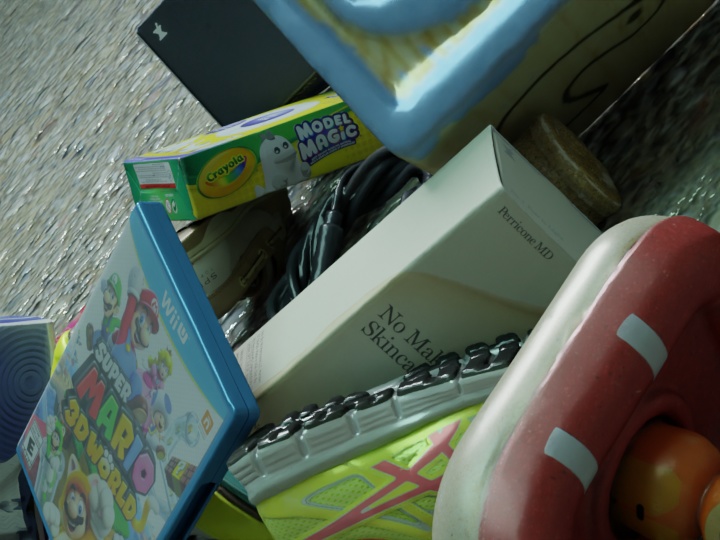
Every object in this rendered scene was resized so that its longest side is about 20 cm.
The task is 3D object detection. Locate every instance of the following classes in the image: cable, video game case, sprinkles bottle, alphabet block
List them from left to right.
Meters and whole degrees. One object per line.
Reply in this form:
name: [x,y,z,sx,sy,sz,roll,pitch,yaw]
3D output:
video game case: [-0.122,0.085,1.068,0.201,0.018,0.144,-59,46,37]
cable: [0.000,0.000,1.248,0.163,0.051,0.201,-41,23,32]
sprinkles bottle: [0.047,0.004,1.099,0.200,0.068,0.068,-42,21,16]
alphabet block: [0.055,-0.175,1.116,0.195,0.197,0.200,-43,-17,11]

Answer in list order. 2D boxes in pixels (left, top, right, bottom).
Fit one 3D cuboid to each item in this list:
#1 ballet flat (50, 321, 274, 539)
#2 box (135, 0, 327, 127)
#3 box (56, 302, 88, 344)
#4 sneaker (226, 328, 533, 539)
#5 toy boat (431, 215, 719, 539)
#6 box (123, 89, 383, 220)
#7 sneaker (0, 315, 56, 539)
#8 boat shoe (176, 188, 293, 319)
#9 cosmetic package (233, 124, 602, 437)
ballet flat: [-0.105,0.106,1.135,0.067,0.200,0.067,-1,-55,-57]
box: [-0.031,-0.215,1.494,0.200,0.123,0.198,-43,0,25]
box: [-0.132,0.077,1.290,0.100,0.095,0.200,-47,20,0]
sneaker: [0.043,0.089,0.957,0.199,0.091,0.078,-20,4,13]
toy boat: [0.120,0.085,0.770,0.130,0.131,0.201,19,65,37]
box: [-0.048,-0.085,1.370,0.199,0.049,0.117,-19,9,-24]
sneaker: [-0.225,0.127,1.231,0.115,0.080,0.201,180,90,-78]
boat shoe: [-0.087,-0.011,1.395,0.074,0.067,0.200,-28,5,22]
cosmetic package: [0.029,0.036,1.029,0.200,0.103,0.073,-42,22,20]
